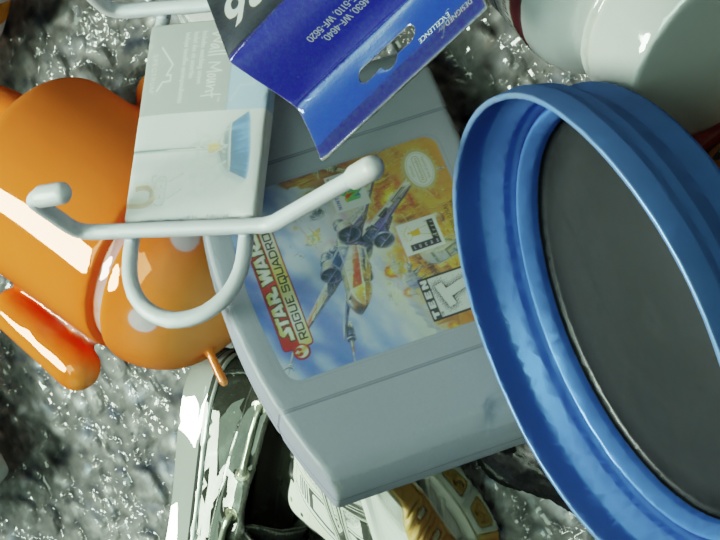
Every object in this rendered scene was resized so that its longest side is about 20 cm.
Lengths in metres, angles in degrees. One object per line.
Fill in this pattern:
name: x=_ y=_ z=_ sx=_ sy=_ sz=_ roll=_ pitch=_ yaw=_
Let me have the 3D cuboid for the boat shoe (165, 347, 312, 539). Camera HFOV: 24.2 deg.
boat shoe: x=-0.063 y=0.144 z=0.898 sx=0.063 sy=0.071 sz=0.202 roll=11 pitch=105 yaw=32

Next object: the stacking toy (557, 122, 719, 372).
stacking toy: x=0.131 y=-0.012 z=0.718 sx=0.199 sy=0.146 sz=0.147 roll=14 pitch=109 yaw=45

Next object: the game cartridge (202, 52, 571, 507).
game cartridge: x=0.000 y=0.000 z=0.770 sx=0.042 sy=0.132 sz=0.201 roll=101 pitch=150 yaw=-64

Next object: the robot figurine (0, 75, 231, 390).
robot figurine: x=-0.126 y=-0.026 z=0.872 sx=0.199 sy=0.144 sz=0.117 roll=32 pitch=145 yaw=23

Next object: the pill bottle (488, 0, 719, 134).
pill bottle: x=0.088 y=-0.153 z=0.676 sx=0.200 sy=0.114 sz=0.114 roll=53 pitch=124 yaw=30

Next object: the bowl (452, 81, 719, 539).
bowl: x=0.100 y=0.022 z=0.638 sx=0.201 sy=0.039 sz=0.201 roll=55 pitch=158 yaw=36

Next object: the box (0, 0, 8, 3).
box: x=-0.206 y=-0.155 z=0.784 sx=0.199 sy=0.117 sz=0.061 roll=-16 pitch=90 yaw=17

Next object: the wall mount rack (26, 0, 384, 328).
wall mount rack: x=-0.055 y=-0.080 z=0.734 sx=0.173 sy=0.075 sz=0.201 roll=-3 pitch=70 yaw=21

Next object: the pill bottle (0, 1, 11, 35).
pill bottle: x=-0.239 y=-0.183 z=0.911 sx=0.111 sy=0.111 sz=0.201 roll=32 pitch=116 yaw=23

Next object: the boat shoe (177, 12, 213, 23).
boat shoe: x=-0.089 y=-0.169 z=0.843 sx=0.072 sy=0.068 sz=0.201 roll=-23 pitch=88 yaw=34

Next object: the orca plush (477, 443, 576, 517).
orca plush: x=0.062 y=0.047 z=0.793 sx=0.105 sy=0.071 sz=0.201 roll=-36 pitch=81 yaw=33

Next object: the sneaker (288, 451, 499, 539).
sneaker: x=-0.013 y=0.088 z=0.834 sx=0.087 sy=0.076 sz=0.201 roll=-18 pitch=104 yaw=40

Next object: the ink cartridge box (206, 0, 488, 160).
ink cartridge box: x=-0.027 y=-0.153 z=0.672 sx=0.099 sy=0.039 sz=0.201 roll=-41 pitch=57 yaw=29

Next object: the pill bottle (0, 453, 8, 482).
pill bottle: x=-0.303 y=0.061 z=1.008 sx=0.113 sy=0.113 sz=0.201 roll=-39 pitch=79 yaw=33
